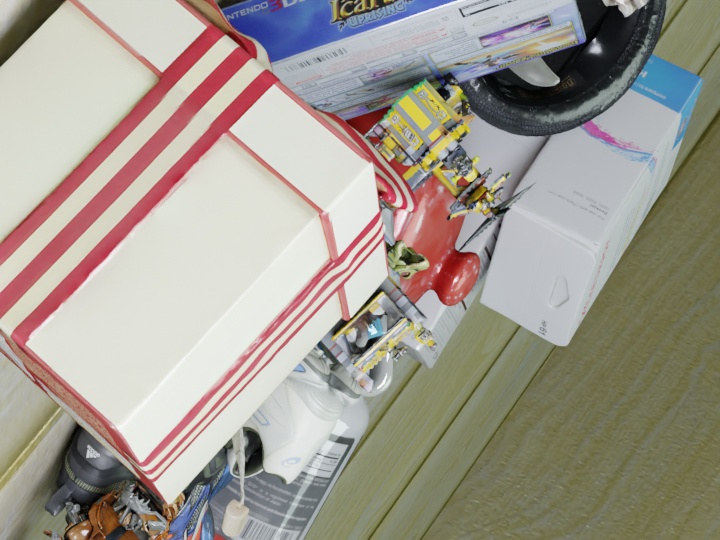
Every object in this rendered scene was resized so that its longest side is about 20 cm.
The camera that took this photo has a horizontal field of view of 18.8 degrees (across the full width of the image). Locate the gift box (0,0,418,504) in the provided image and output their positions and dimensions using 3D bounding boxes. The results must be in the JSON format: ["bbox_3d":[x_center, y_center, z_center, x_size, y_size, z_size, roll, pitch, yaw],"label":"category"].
[{"bbox_3d":[-0.097,-0.025,1.025,0.187,0.184,0.200,-47,171,-10],"label":"gift box"}]

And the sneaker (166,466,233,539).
[{"bbox_3d":[-0.148,0.180,1.630,0.078,0.075,0.201,-21,134,-57],"label":"sneaker"}]

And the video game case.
[{"bbox_3d":[0.027,-0.142,1.272,0.199,0.046,0.181,-17,170,7],"label":"video game case"}]

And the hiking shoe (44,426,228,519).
[{"bbox_3d":[-0.156,0.131,1.468,0.101,0.076,0.200,-47,162,3],"label":"hiking shoe"}]

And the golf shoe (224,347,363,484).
[{"bbox_3d":[-0.078,0.089,1.476,0.098,0.078,0.200,-64,-156,-7],"label":"golf shoe"}]

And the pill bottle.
[{"bbox_3d":[-0.063,0.129,1.711,0.201,0.115,0.116,-60,169,11],"label":"pill bottle"}]

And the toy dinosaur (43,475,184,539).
[{"bbox_3d":[-0.170,0.204,1.384,0.135,0.102,0.201,-31,139,-43],"label":"toy dinosaur"}]

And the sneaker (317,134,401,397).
[{"bbox_3d":[0.000,0.000,1.433,0.074,0.087,0.201,-17,131,-9],"label":"sneaker"}]

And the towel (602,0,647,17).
[{"bbox_3d":[0.115,-0.247,1.294,0.034,0.201,0.133,-29,-171,15],"label":"towel"}]

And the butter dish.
[{"bbox_3d":[0.019,-0.026,1.571,0.201,0.147,0.199,-61,169,12],"label":"butter dish"}]

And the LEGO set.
[{"bbox_3d":[0.020,-0.011,1.303,0.200,0.116,0.154,-42,174,-5],"label":"LEGO set"}]

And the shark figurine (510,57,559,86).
[{"bbox_3d":[0.136,-0.217,1.569,0.215,0.128,0.089,-55,-167,0],"label":"shark figurine"}]

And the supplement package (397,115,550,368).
[{"bbox_3d":[0.055,-0.042,1.748,0.201,0.121,0.120,-58,169,-4],"label":"supplement package"}]

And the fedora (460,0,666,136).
[{"bbox_3d":[0.134,-0.204,1.672,0.201,0.200,0.092,-57,-158,-4],"label":"fedora"}]

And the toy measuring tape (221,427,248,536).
[{"bbox_3d":[-0.107,0.080,1.391,0.074,0.073,0.201,110,-18,-46],"label":"toy measuring tape"}]

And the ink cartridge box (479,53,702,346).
[{"bbox_3d":[0.182,-0.061,1.726,0.200,0.084,0.145,-56,167,-33],"label":"ink cartridge box"}]
